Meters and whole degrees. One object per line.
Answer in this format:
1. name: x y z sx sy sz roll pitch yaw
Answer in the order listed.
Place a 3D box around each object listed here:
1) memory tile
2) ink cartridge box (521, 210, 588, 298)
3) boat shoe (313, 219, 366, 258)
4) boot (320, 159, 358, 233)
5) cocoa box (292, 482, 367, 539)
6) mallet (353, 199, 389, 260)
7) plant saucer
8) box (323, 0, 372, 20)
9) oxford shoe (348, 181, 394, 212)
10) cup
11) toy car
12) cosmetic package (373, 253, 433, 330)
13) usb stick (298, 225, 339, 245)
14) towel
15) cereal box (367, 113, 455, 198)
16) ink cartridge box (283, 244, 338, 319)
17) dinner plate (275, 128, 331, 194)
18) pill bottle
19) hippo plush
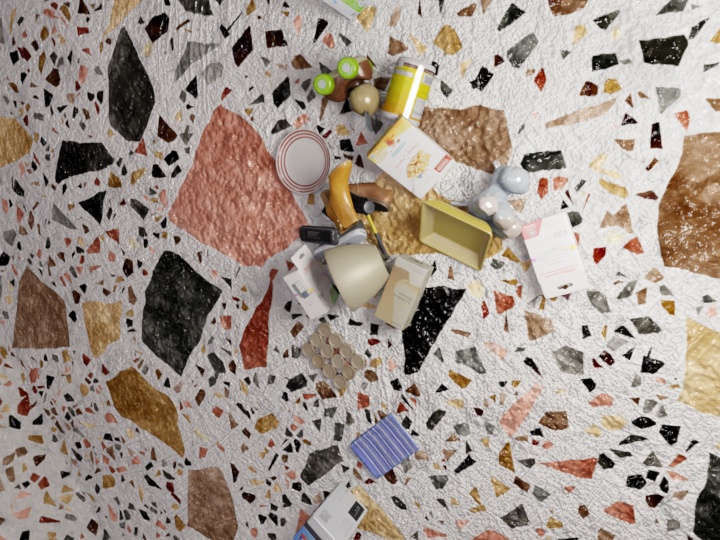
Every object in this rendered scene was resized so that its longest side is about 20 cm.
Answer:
1. memory tile: -0.090 0.278 1.656 0.200 0.017 0.153 43 113 12
2. ink cartridge box: 0.501 -0.040 1.308 0.116 0.067 0.200 -18 89 26
3. boat shoe: -0.066 -0.098 1.558 0.200 0.070 0.066 -27 59 36
4. boot: -0.041 -0.204 1.445 0.144 0.071 0.201 59 146 12
5. cocoa box: -0.095 0.819 1.645 0.133 0.200 0.131 43 113 12
6. mallet: 0.045 -0.117 1.482 0.200 0.041 0.066 61 157 -15
7. plant saucer: 0.258 -0.103 1.368 0.200 0.200 0.048 28 68 17
8. box: -0.020 -0.784 1.346 0.176 0.200 0.097 -34 84 26
9. oxford shoe: 0.011 -0.234 1.509 0.200 0.071 0.071 21 76 23
10. cup: 0.000 0.000 1.489 0.143 0.200 0.201 -26 88 4
11. toy car: -0.010 -0.478 1.426 0.158 0.164 0.200 -25 101 26
12. cosmetic package: 0.126 0.062 1.491 0.105 0.071 0.200 25 108 18
13. usb stick: -0.128 -0.109 1.552 0.200 0.033 0.056 10 109 52
14. towel: 0.072 0.564 1.626 0.200 0.024 0.145 -44 81 24
15. cereal box: 0.138 -0.307 1.387 0.200 0.040 0.144 33 115 -21
16. ink cartridge box: -0.161 0.033 1.563 0.067 0.117 0.200 -24 106 28
17. dinner plate: -0.175 -0.339 1.587 0.200 0.024 0.201 4 100 23
18. pill bottle: 0.123 -0.465 1.384 0.109 0.109 0.200 24 107 19
19. hippo plush: 0.372 -0.185 1.319 0.159 0.200 0.161 39 88 -15
